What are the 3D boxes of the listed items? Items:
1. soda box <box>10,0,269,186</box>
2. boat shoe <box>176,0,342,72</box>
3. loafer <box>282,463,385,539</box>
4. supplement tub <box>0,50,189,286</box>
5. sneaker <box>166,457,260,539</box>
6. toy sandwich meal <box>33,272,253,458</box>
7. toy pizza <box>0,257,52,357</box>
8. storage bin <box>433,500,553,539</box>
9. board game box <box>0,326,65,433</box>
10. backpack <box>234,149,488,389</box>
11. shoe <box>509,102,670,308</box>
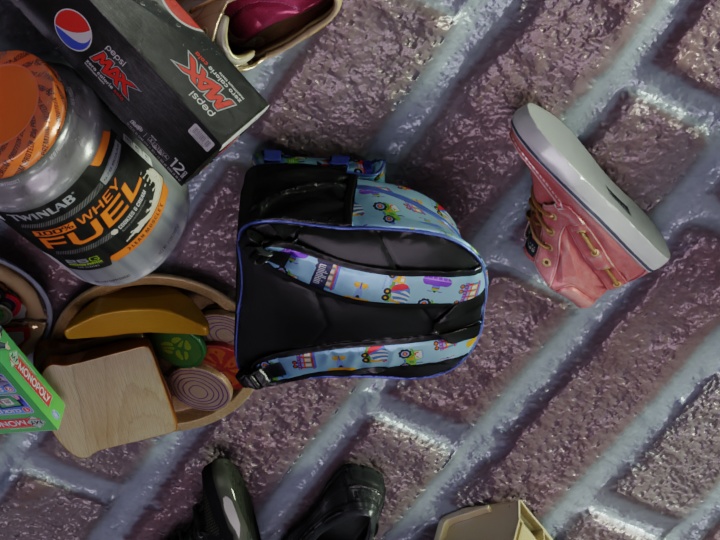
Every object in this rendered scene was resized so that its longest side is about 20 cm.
[{"bbox_3d":[-0.164,-0.164,1.494,0.200,0.071,0.063,48,135,-4],"label":"soda box"},{"bbox_3d":[-0.097,-0.182,1.536,0.200,0.069,0.074,-27,126,21],"label":"boat shoe"},{"bbox_3d":[-0.034,0.264,1.918,0.068,0.071,0.201,18,128,-15],"label":"loafer"},{"bbox_3d":[-0.223,-0.078,1.551,0.122,0.123,0.200,-20,151,16],"label":"supplement tub"},{"bbox_3d":[-0.148,0.257,1.907,0.114,0.076,0.200,-8,136,-2],"label":"sneaker"},{"bbox_3d":[-0.183,0.086,1.764,0.204,0.070,0.206,0,131,0],"label":"toy sandwich meal"},{"bbox_3d":[-0.358,0.047,1.725,0.199,0.032,0.201,-5,144,-4],"label":"toy pizza"},{"bbox_3d":[0.141,0.351,1.916,0.093,0.199,0.200,-13,132,33],"label":"storage bin"},{"bbox_3d":[-0.365,0.092,1.716,0.199,0.029,0.135,-5,142,22],"label":"board game box"},{"bbox_3d":[0.000,0.000,1.650,0.199,0.135,0.183,2,130,-2],"label":"backpack"},{"bbox_3d":[0.160,-0.046,1.653,0.091,0.072,0.200,-34,127,19],"label":"shoe"}]
